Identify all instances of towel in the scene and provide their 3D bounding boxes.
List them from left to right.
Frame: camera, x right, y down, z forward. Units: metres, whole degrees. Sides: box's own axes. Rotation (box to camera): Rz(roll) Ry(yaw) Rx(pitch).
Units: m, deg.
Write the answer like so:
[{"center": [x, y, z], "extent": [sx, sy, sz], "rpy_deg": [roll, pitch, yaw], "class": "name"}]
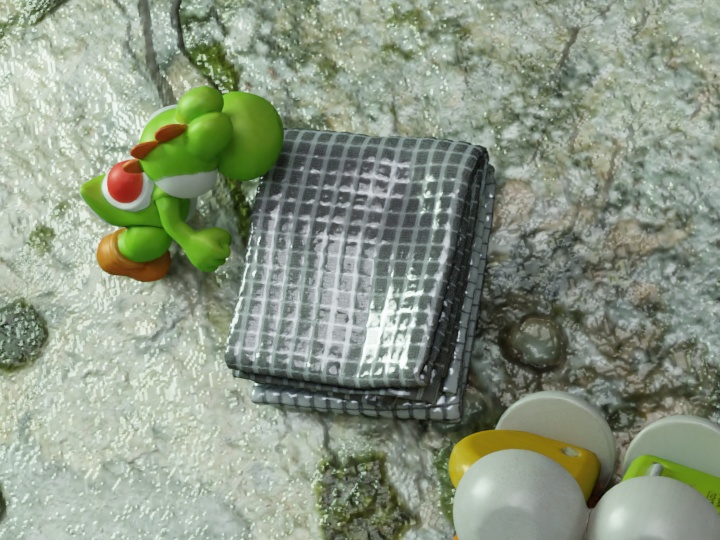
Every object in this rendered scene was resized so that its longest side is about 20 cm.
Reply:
[{"center": [0.000, 0.000, 1.168], "extent": [0.165, 0.086, 0.201], "rpy_deg": [6, 71, 17], "class": "towel"}]

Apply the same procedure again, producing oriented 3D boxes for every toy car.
[{"center": [0.150, 0.172, 1.042], "extent": [0.199, 0.175, 0.151], "rpy_deg": [9, 107, 16], "class": "toy car"}]

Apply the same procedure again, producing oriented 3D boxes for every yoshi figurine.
[{"center": [-0.118, -0.067, 1.180], "extent": [0.112, 0.200, 0.112], "rpy_deg": [41, 55, -6], "class": "yoshi figurine"}]
